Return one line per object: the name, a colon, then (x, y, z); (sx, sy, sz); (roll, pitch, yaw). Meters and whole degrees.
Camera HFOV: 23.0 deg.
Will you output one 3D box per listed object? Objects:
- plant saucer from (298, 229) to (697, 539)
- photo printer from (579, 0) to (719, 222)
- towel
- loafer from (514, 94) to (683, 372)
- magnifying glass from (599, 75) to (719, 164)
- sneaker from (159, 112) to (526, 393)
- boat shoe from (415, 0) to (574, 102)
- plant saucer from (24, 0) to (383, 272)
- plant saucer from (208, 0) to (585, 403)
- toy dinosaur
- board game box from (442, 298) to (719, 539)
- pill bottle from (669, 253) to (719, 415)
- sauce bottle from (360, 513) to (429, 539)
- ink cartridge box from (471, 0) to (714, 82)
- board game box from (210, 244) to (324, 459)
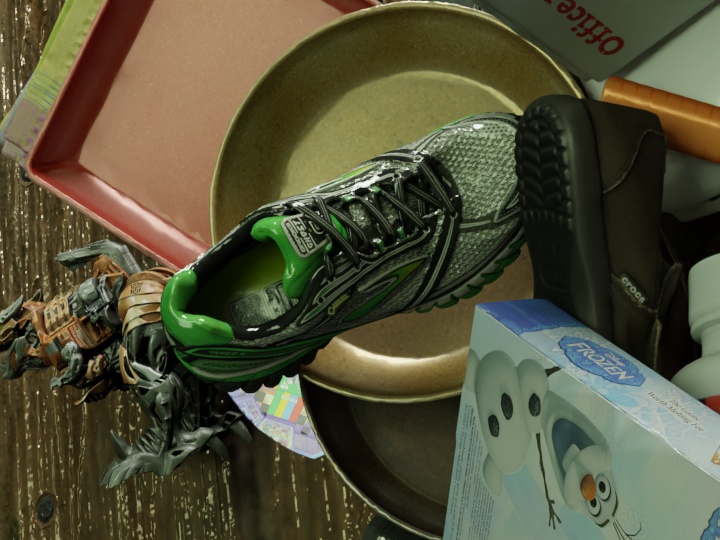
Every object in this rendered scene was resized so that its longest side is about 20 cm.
plant saucer: (0.068, 0.039, 0.885); (0.199, 0.034, 0.202); (-2, 78, 11)
photo printer: (0.176, -0.135, 0.867); (0.166, 0.069, 0.201); (-38, 54, 26)
towel: (-0.122, -0.091, 1.095); (0.199, 0.023, 0.144); (32, 102, 13)
loafer: (0.118, 0.018, 0.795); (0.073, 0.071, 0.201); (-144, 45, -63)
magnifying glass: (0.202, -0.048, 0.789); (0.199, 0.022, 0.080); (20, 113, 20)
sneaker: (-0.001, -0.009, 0.812); (0.199, 0.085, 0.078); (-32, 74, 2)
boat shoe: (0.063, -0.132, 0.956); (0.067, 0.072, 0.200); (-32, 50, 3)
plant saucer: (-0.074, -0.095, 1.048); (0.199, 0.037, 0.200); (32, 103, 14)
plant saucer: (0.025, -0.032, 0.875); (0.199, 0.035, 0.202); (-2, 78, 11)
toy dinosaur: (-0.121, 0.047, 1.025); (0.199, 0.102, 0.137); (-9, 94, 39)
board game box: (0.100, 0.141, 0.721); (0.199, 0.043, 0.201); (38, 127, 55)
pill bottle: (0.186, 0.095, 0.756); (0.111, 0.111, 0.201); (-14, 68, 38)
sauce bottle: (0.082, 0.164, 0.862); (0.199, 0.066, 0.066); (17, 88, 46)
ink cartridge box: (0.133, -0.192, 0.776); (0.200, 0.145, 0.083); (-35, 54, 24)
board game box: (0.000, 0.000, 0.950); (0.199, 0.039, 0.159); (-26, 69, 9)
